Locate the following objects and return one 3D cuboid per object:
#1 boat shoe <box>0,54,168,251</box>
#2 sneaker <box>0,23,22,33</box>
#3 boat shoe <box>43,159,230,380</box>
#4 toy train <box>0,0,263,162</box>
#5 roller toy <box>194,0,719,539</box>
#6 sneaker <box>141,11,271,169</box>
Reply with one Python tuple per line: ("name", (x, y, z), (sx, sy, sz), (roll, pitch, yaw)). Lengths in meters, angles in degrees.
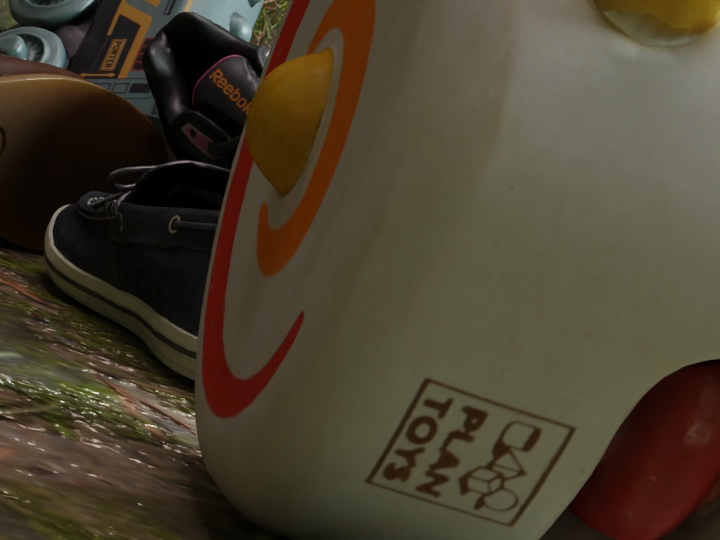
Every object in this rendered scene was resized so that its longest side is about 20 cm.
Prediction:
("boat shoe", (-0.159, -0.055, 0.880), (0.070, 0.071, 0.200), (27, 9, 37))
("sneaker", (-0.228, -0.109, 1.138), (0.199, 0.085, 0.074), (16, 4, -35))
("boat shoe", (-0.055, -0.005, 0.789), (0.074, 0.063, 0.200), (15, 5, -23))
("toy train", (-0.105, -0.108, 1.095), (0.113, 0.201, 0.085), (3, -43, 18))
("roller toy", (0.040, -0.017, 0.544), (0.139, 0.183, 0.200), (17, -4, -15))
("sneaker", (-0.032, -0.037, 0.883), (0.200, 0.080, 0.086), (34, -18, 49))
